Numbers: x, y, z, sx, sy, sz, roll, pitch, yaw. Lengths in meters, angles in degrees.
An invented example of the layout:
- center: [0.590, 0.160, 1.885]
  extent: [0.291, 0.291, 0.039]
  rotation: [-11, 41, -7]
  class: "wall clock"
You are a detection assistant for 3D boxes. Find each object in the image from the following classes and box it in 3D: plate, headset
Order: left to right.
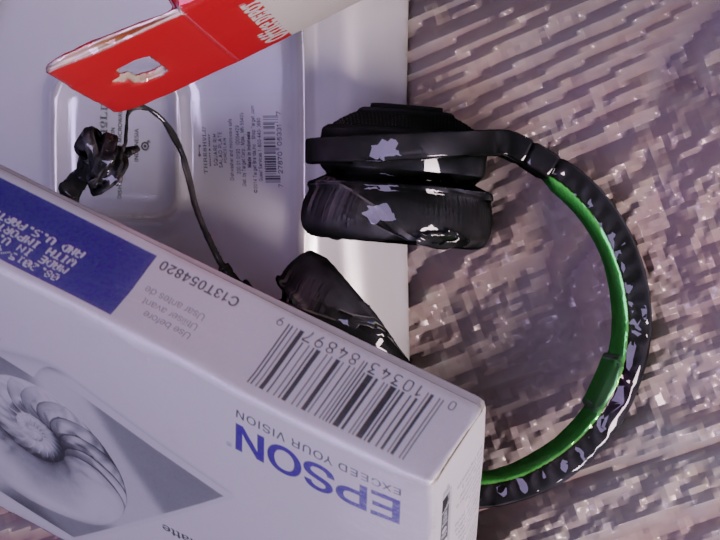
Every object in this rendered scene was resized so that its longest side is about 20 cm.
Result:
- center: [-0.079, -0.045, 0.986]
  extent: [0.199, 0.032, 0.201]
  rotation: [3, 96, 22]
  class: "plate"
- center: [0.000, 0.000, 0.905]
  extent: [0.199, 0.094, 0.124]
  rotation: [24, 90, -3]
  class: "headset"

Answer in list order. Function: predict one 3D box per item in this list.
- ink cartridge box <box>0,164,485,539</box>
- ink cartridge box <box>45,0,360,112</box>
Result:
- center: [-0.055, 0.072, 0.918]
  extent: [0.199, 0.041, 0.201]
  rotation: [25, 146, 19]
  class: "ink cartridge box"
- center: [-0.007, -0.123, 0.833]
  extent: [0.199, 0.116, 0.068]
  rotation: [-26, 84, 4]
  class: "ink cartridge box"
